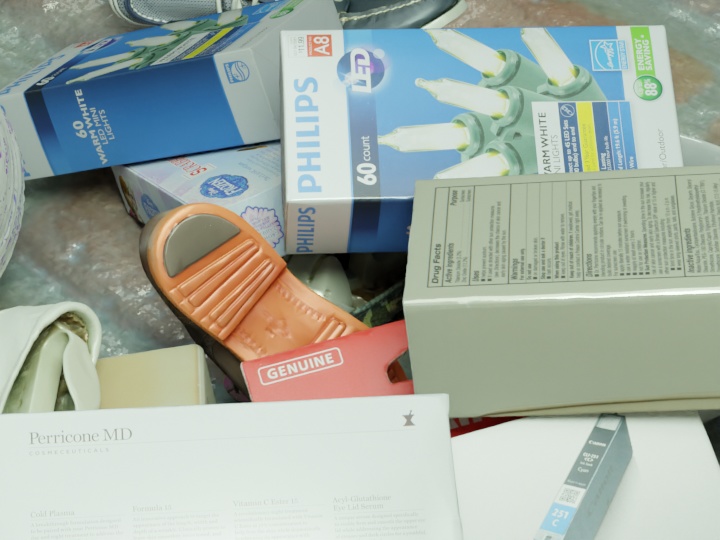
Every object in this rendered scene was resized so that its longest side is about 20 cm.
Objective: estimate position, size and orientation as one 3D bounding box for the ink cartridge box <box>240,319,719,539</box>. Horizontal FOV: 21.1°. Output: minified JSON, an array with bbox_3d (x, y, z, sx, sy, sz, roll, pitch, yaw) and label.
[{"bbox_3d":[0.058,0.086,0.906,0.199,0.045,0.177,-15,63,-8],"label":"ink cartridge box"}]

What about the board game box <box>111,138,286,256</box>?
[{"bbox_3d":[-0.027,-0.069,1.129,0.199,0.041,0.200,-23,19,-15],"label":"board game box"}]

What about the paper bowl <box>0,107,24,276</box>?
[{"bbox_3d":[-0.291,-0.039,1.117,0.200,0.104,0.201,-4,71,10],"label":"paper bowl"}]

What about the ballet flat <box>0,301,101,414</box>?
[{"bbox_3d":[-0.155,0.092,0.889,0.069,0.070,0.200,-3,50,5],"label":"ballet flat"}]

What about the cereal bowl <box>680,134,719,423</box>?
[{"bbox_3d":[0.140,0.017,1.044,0.199,0.083,0.200,-3,44,3],"label":"cereal bowl"}]

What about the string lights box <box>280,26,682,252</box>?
[{"bbox_3d":[0.059,-0.067,0.996,0.199,0.059,0.103,-1,64,-4],"label":"string lights box"}]

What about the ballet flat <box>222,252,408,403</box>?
[{"bbox_3d":[0.000,0.000,1.090,0.200,0.071,0.069,-32,50,-23],"label":"ballet flat"}]

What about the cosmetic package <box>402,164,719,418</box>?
[{"bbox_3d":[0.123,0.008,0.898,0.199,0.073,0.104,-3,36,9],"label":"cosmetic package"}]

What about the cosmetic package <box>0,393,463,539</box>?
[{"bbox_3d":[-0.055,0.134,0.819,0.199,0.052,0.151,-2,69,-8],"label":"cosmetic package"}]

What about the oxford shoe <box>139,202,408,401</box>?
[{"bbox_3d":[-0.038,0.042,1.000,0.071,0.200,0.073,-42,15,-14],"label":"oxford shoe"}]

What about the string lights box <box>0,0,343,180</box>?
[{"bbox_3d":[-0.115,-0.109,1.165,0.200,0.059,0.103,-7,23,31],"label":"string lights box"}]

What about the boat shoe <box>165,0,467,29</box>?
[{"bbox_3d":[-0.031,-0.157,1.220,0.200,0.062,0.075,-12,13,26],"label":"boat shoe"}]

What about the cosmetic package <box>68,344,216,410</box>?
[{"bbox_3d":[-0.100,0.144,0.934,0.071,0.105,0.200,-8,42,1],"label":"cosmetic package"}]

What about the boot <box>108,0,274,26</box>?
[{"bbox_3d":[-0.068,-0.187,1.290,0.199,0.073,0.090,-12,38,-6],"label":"boot"}]
